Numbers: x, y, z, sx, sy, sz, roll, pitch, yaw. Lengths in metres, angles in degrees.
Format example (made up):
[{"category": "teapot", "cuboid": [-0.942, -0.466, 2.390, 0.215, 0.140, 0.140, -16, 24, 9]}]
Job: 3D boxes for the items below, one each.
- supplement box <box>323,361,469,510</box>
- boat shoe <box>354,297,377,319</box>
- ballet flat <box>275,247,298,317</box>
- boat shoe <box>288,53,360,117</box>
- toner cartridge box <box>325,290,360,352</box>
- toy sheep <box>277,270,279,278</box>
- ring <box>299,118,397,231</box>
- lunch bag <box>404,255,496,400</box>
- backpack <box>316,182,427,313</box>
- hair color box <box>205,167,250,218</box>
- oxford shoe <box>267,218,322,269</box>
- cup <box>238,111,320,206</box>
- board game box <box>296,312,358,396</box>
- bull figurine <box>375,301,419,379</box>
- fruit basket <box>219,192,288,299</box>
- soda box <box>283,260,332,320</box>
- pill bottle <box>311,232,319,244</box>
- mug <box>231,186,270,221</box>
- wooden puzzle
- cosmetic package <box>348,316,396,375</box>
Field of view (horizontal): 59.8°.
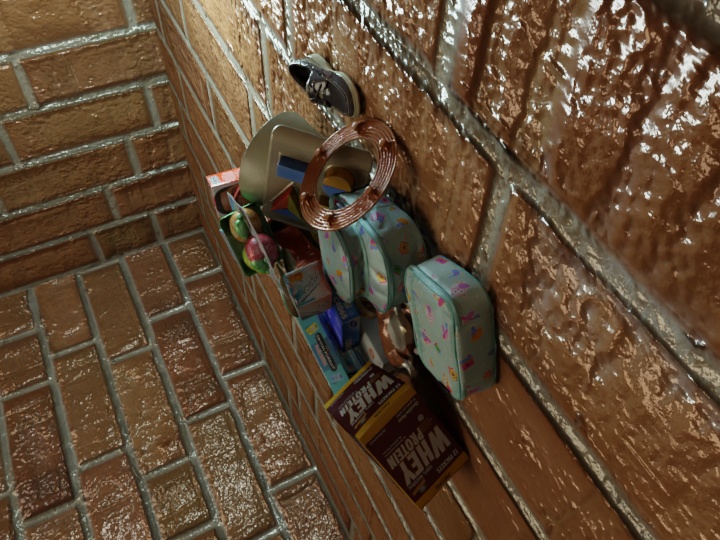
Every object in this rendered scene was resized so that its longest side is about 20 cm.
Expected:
[{"category": "supplement box", "cuboid": [0.064, 0.307, 1.198, 0.198, 0.133, 0.200, 52, 167, -18]}, {"category": "boat shoe", "cuboid": [0.000, 0.000, 1.275, 0.072, 0.072, 0.201, -52, 48, 35]}, {"category": "ballet flat", "cuboid": [-0.144, -0.001, 1.350, 0.072, 0.068, 0.201, -17, 87, 30]}, {"category": "boat shoe", "cuboid": [-0.065, -0.319, 1.094, 0.200, 0.064, 0.072, 53, 154, 39]}, {"category": "toner cartridge box", "cuboid": [-0.039, 0.096, 1.306, 0.095, 0.043, 0.200, 62, 168, 20]}, {"category": "toy sheep", "cuboid": [-0.143, 0.011, 1.582, 0.138, 0.137, 0.201, 57, 165, 33]}, {"category": "ring", "cuboid": [-0.026, -0.156, 0.998, 0.019, 0.201, 0.201, 33, -168, -44]}, {"category": "lunch bag", "cuboid": [0.131, 0.087, 0.948, 0.160, 0.077, 0.201, 43, 149, 53]}, {"category": "backpack", "cuboid": [0.020, -0.030, 1.036, 0.200, 0.153, 0.177, 38, 142, 43]}, {"category": "hair color box", "cuboid": [-0.289, -0.216, 1.628, 0.061, 0.199, 0.102, -124, 21, -45]}, {"category": "oxford shoe", "cuboid": [-0.107, -0.045, 1.305, 0.200, 0.071, 0.073, 53, -151, -15]}, {"category": "cup", "cuboid": [-0.123, -0.192, 1.245, 0.143, 0.200, 0.201, 33, 149, 19]}, {"category": "board game box", "cuboid": [-0.061, 0.187, 1.402, 0.201, 0.047, 0.151, 62, -175, 10]}, {"category": "bull figurine", "cuboid": [0.077, 0.130, 1.177, 0.121, 0.065, 0.201, 17, 128, 63]}, {"category": "fruit basket", "cuboid": [-0.207, -0.048, 1.202, 0.186, 0.093, 0.200, 67, 172, -25]}, {"category": "soda box", "cuboid": [-0.093, 0.041, 1.132, 0.200, 0.068, 0.064, 103, 144, -79]}, {"category": "pill bottle", "cuboid": [-0.099, -0.063, 1.399, 0.201, 0.109, 0.109, 68, 162, 5]}, {"category": "mug", "cuboid": [-0.229, -0.178, 1.560, 0.134, 0.176, 0.201, -130, 30, -49]}, {"category": "wooden puzzle", "cuboid": [-0.086, -0.146, 1.136, 0.046, 0.184, 0.201, -72, 0, -47]}, {"category": "cosmetic package", "cuboid": [0.025, 0.185, 1.407, 0.151, 0.051, 0.201, 57, 158, 27]}]
